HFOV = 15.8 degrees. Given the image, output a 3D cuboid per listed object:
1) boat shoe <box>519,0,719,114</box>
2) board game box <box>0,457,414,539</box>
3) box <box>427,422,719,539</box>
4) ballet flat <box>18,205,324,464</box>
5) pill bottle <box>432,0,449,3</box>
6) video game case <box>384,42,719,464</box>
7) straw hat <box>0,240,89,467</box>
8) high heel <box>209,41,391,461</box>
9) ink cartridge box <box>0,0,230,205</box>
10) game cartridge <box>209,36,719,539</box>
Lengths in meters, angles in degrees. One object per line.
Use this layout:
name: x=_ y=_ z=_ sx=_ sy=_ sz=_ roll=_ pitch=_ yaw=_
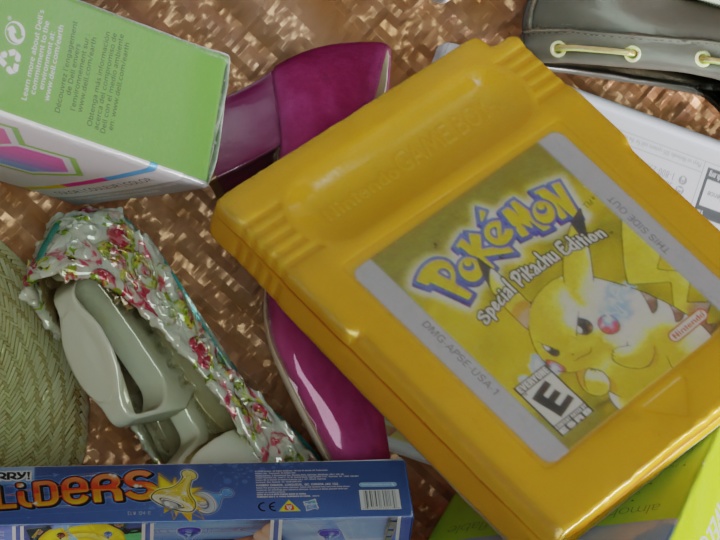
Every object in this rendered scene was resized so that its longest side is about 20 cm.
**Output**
boat shoe: x=0.169 y=-0.093 z=1.166 sx=0.201 sy=0.072 sz=0.060 roll=16 pitch=88 yaw=-5
board game box: x=-0.083 y=0.139 z=1.100 sx=0.199 sy=0.035 sz=0.136 roll=0 pitch=132 yaw=-7
box: x=0.079 y=0.126 z=1.055 sx=0.122 sy=0.200 sz=0.048 roll=-11 pitch=113 yaw=28
ballet flat: x=-0.081 y=0.063 z=1.122 sx=0.076 sy=0.064 sz=0.200 roll=-37 pitch=92 yaw=34
pill bottle: x=0.079 y=-0.213 z=1.125 sx=0.200 sy=0.113 sz=0.113 roll=-44 pitch=98 yaw=-6
video game case: x=0.100 y=0.015 z=1.181 sx=0.200 sy=0.023 sz=0.182 roll=19 pitch=88 yaw=-11
straw hat: x=-0.210 y=0.059 z=1.094 sx=0.200 sy=0.085 sz=0.202 roll=0 pitch=91 yaw=-10
high heel: x=0.000 y=0.000 z=1.129 sx=0.096 sy=0.067 sz=0.200 roll=-21 pitch=73 yaw=1
ink cartridge box: x=-0.164 y=-0.083 z=1.048 sx=0.200 sy=0.104 sz=0.059 roll=19 pitch=75 yaw=-37
game cartridge: x=0.066 y=0.003 z=1.079 sx=0.176 sy=0.032 sz=0.200 roll=-35 pitch=72 yaw=-32
